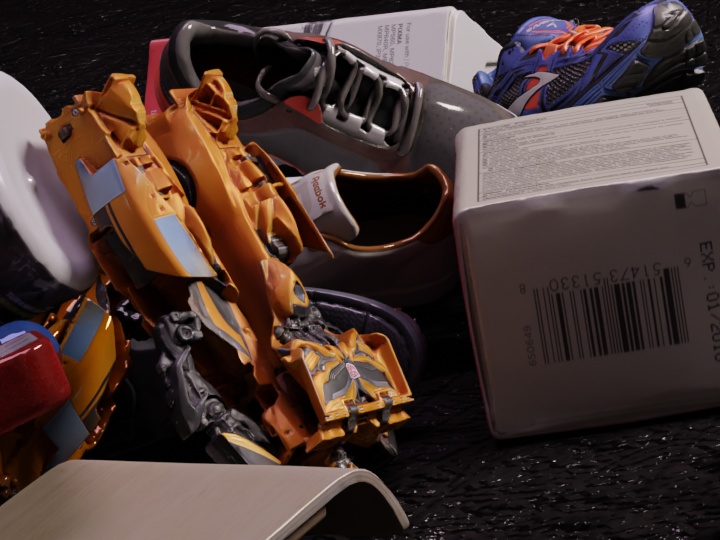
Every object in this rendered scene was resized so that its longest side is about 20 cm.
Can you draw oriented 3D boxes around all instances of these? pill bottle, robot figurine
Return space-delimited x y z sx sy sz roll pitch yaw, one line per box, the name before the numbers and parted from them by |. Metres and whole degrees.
pill bottle | -0.221 0.000 1.235 0.199 0.106 0.106 -25 9 14
robot figurine | -0.051 0.009 1.230 0.058 0.200 0.145 -40 -15 28
robot figurine | -0.149 0.028 1.300 0.145 0.058 0.200 -1 47 33

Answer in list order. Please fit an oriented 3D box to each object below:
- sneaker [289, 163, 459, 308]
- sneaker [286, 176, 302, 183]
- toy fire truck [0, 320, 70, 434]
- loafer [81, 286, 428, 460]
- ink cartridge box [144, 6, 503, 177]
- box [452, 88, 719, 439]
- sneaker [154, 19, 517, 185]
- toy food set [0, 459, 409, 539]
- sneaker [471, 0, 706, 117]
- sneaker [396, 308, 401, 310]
sneaker | -0.047 -0.016 1.397 0.199 0.085 0.073 -13 55 -12
sneaker | -0.042 -0.022 1.594 0.199 0.073 0.071 -14 7 -31
toy fire truck | -0.192 0.070 1.128 0.167 0.112 0.200 -24 2 -7
loafer | -0.058 0.045 1.345 0.199 0.072 0.063 -10 4 20
ink cartridge box | -0.009 -0.085 1.704 0.199 0.084 0.144 -5 -19 25
box | 0.113 -0.007 1.340 0.127 0.109 0.200 -9 12 5
sneaker | -0.012 -0.081 1.461 0.199 0.077 0.082 12 -16 3
toy food set | -0.093 0.131 1.049 0.143 0.061 0.200 -1 24 36
sneaker | 0.108 -0.100 1.497 0.075 0.079 0.200 -17 -9 -31
sneaker | 0.000 0.000 1.507 0.200 0.079 0.077 -24 33 -38
